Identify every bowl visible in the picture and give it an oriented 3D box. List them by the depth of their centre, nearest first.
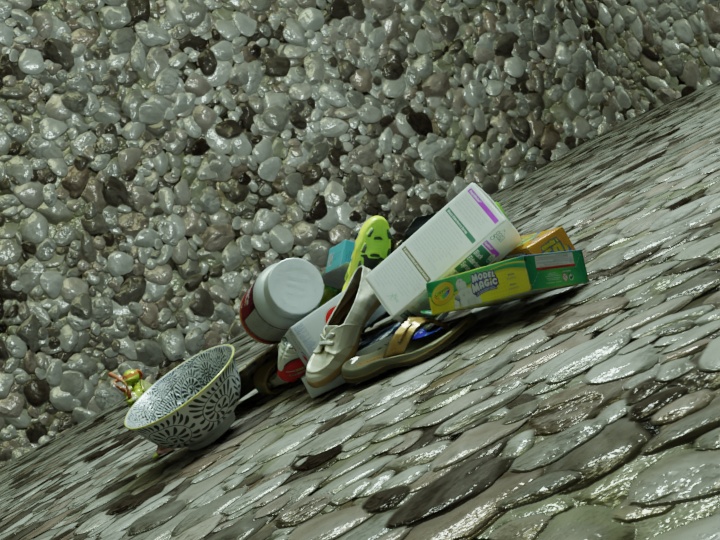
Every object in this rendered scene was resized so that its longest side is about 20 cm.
[{"bbox_3d":[-0.252,0.211,1.525,0.200,0.094,0.201,-30,17,10],"label":"bowl"}]

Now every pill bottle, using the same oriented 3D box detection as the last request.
[{"bbox_3d":[-0.128,0.050,1.621,0.109,0.110,0.200,-29,-5,-23],"label":"pill bottle"}]

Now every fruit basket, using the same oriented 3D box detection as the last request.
[{"bbox_3d":[-0.015,0.043,1.743,0.185,0.094,0.200,24,-38,-32],"label":"fruit basket"}]

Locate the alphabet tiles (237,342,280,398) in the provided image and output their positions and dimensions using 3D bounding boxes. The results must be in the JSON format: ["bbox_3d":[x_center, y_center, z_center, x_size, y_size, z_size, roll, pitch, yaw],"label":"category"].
[{"bbox_3d":[-0.195,0.187,1.692,0.166,0.006,0.200,-35,-12,-27],"label":"alphabet tiles"}]

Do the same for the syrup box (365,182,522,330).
[{"bbox_3d":[0.113,-0.016,1.347,0.200,0.082,0.079,-40,-31,9],"label":"syrup box"}]

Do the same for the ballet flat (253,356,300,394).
[{"bbox_3d":[-0.088,0.146,1.668,0.200,0.069,0.063,-38,15,-13],"label":"ballet flat"}]

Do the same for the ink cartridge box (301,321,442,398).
[{"bbox_3d":[0.018,0.117,1.425,0.199,0.039,0.099,-26,3,21],"label":"ink cartridge box"}]

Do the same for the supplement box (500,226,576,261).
[{"bbox_3d":[0.233,-0.012,1.411,0.066,0.069,0.200,-31,6,-17],"label":"supplement box"}]

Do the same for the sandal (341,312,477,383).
[{"bbox_3d":[0.057,0.093,1.311,0.199,0.054,0.080,-21,6,20],"label":"sandal"}]

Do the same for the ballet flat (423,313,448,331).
[{"bbox_3d":[0.129,0.024,1.432,0.072,0.072,0.200,-32,-19,-48],"label":"ballet flat"}]

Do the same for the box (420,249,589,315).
[{"bbox_3d":[0.174,0.018,1.261,0.117,0.049,0.199,-6,-10,-40],"label":"box"}]

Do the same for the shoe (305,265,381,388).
[{"bbox_3d":[-0.027,0.077,1.401,0.070,0.053,0.200,-8,40,48],"label":"shoe"}]

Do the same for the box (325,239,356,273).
[{"bbox_3d":[0.045,0.001,1.774,0.199,0.049,0.082,16,-16,-18],"label":"box"}]

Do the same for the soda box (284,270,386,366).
[{"bbox_3d":[-0.014,0.062,1.491,0.199,0.064,0.068,-34,-4,-17],"label":"soda box"}]

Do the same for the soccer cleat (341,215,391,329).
[{"bbox_3d":[-0.001,0.000,1.586,0.064,0.201,0.084,-4,29,-28],"label":"soccer cleat"}]

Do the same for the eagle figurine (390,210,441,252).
[{"bbox_3d":[0.113,-0.019,1.657,0.151,0.152,0.199,-1,18,46],"label":"eagle figurine"}]

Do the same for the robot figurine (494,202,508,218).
[{"bbox_3d":[0.188,-0.051,1.875,0.199,0.116,0.175,-29,-2,-16],"label":"robot figurine"}]

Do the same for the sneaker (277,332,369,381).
[{"bbox_3d":[-0.066,0.131,1.593,0.077,0.085,0.199,29,24,33],"label":"sneaker"}]

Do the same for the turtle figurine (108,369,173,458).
[{"bbox_3d":[-0.357,0.227,1.666,0.064,0.162,0.200,-28,3,-15],"label":"turtle figurine"}]
